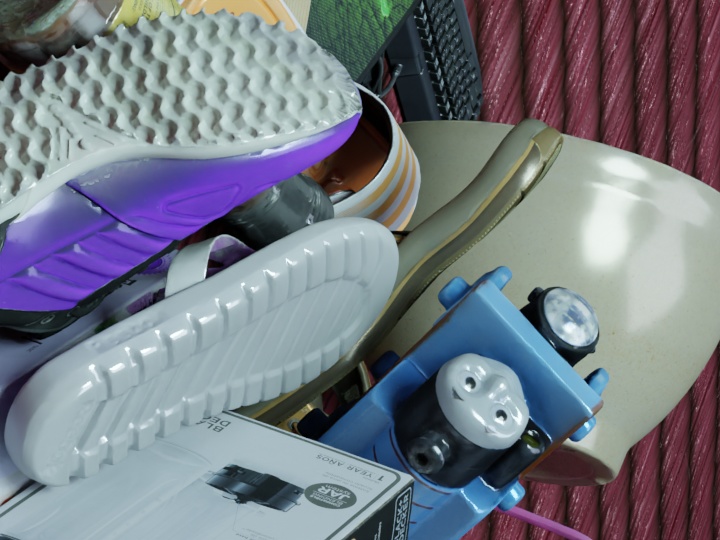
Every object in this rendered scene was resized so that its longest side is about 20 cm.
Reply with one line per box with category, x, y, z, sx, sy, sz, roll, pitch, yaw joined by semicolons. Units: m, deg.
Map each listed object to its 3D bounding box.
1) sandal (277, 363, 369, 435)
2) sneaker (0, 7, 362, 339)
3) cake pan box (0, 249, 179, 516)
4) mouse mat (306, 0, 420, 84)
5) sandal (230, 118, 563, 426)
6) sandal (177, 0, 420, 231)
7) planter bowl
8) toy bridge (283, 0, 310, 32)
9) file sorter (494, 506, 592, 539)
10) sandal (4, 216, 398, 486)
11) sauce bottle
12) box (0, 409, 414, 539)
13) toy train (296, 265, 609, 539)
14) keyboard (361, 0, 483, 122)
sandal;-0.023;0.054;1.396;0.080;0.054;0.200;-40;136;-57
sneaker;-0.097;-0.026;1.090;0.200;0.070;0.100;-17;143;-18
cake pan box;-0.131;0.101;1.162;0.200;0.052;0.184;-36;137;-54
mouse mat;-0.005;-0.187;1.371;0.161;0.008;0.200;-57;142;-42
sandal;0.000;0.000;1.251;0.200;0.054;0.080;-44;180;8
sandal;-0.023;-0.051;1.269;0.079;0.059;0.207;-46;142;-5
planter bowl;0.081;0.026;1.447;0.200;0.200;0.135;46;54;-64
toy bridge;-0.022;-0.202;1.298;0.067;0.027;0.200;11;85;-67
file sorter;0.035;0.218;1.483;0.200;0.125;0.139;101;15;-48
sandal;-0.061;0.017;1.138;0.203;0.050;0.082;-23;144;-45
sauce bottle;-0.075;-0.063;1.163;0.200;0.065;0.065;47;56;-49
box;-0.078;0.121;1.092;0.200;0.117;0.060;-36;138;-56
toy train;0.019;0.080;1.216;0.200;0.087;0.114;-44;180;40
keyboard;0.028;-0.111;1.505;0.200;0.021;0.127;71;37;-51
